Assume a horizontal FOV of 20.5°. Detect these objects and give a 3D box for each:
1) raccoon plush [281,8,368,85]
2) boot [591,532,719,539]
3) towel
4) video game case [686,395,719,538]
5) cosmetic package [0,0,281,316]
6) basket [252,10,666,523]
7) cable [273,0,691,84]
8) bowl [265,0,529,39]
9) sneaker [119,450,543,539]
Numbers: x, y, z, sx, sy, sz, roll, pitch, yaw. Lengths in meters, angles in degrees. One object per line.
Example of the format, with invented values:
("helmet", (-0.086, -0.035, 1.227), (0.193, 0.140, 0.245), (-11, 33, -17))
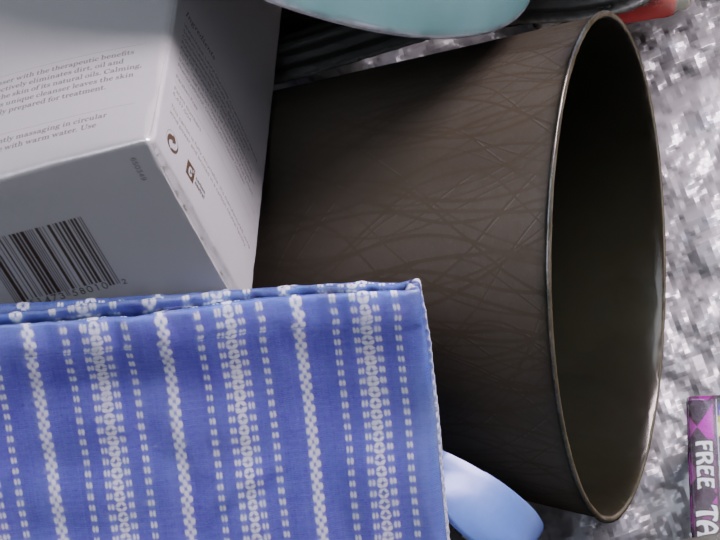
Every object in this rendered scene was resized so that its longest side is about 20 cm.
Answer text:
("raccoon plush", (-0.041, -0.177, 0.846), (0.200, 0.097, 0.134), (45, 79, -7))
("boot", (0.170, 0.144, 0.647), (0.199, 0.073, 0.183), (-14, 75, 12))
("towel", (-0.071, 0.077, 0.643), (0.199, 0.024, 0.145), (-5, 109, 3))
("video game case", (0.207, 0.137, 0.685), (0.181, 0.036, 0.201), (-4, 76, 19))
("cosmetic package", (-0.093, -0.070, 0.699), (0.107, 0.085, 0.200), (-13, 41, 17))
("basket", (0.000, 0.000, 0.744), (0.199, 0.136, 0.181), (-1, 92, 25))
("cable", (0.044, -0.092, 0.756), (0.199, 0.097, 0.050), (-22, 115, 3))
("bowl", (-0.011, -0.178, 0.670), (0.201, 0.201, 0.105), (42, 124, 23))
("sneaker", (-0.040, 0.087, 0.693), (0.199, 0.070, 0.078), (15, 67, 15))
